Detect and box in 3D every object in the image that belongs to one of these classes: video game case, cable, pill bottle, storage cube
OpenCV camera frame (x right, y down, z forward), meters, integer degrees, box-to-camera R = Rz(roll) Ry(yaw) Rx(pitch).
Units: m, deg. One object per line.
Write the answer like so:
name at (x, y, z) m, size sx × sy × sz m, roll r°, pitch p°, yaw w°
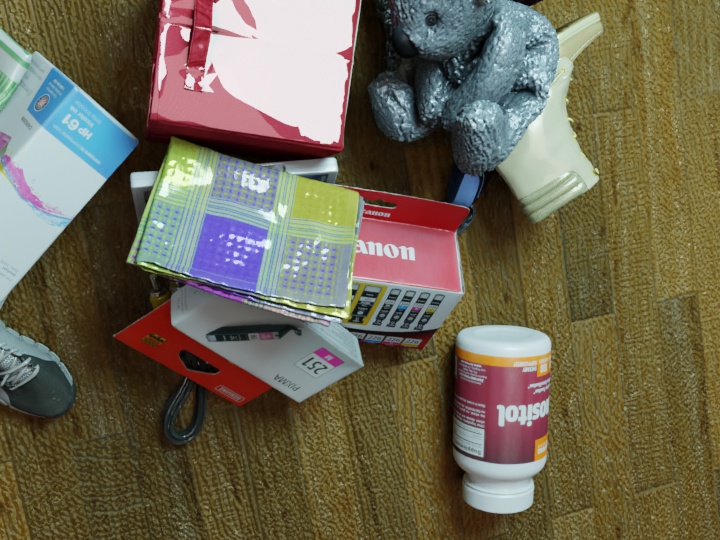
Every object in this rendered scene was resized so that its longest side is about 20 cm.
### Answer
video game case at (-0.130, -0.071, 0.827) m, size 0.197 × 0.143 × 0.018 m, roll -6°, pitch 72°, yaw -13°
cable at (-0.185, 0.091, 0.896) m, size 0.096 × 0.050 × 0.203 m, roll -8°, pitch 112°, yaw -30°
pill bottle at (0.166, 0.173, 0.945) m, size 0.111 × 0.113 × 0.203 m, roll -2°, pitch 98°, yaw -14°
storage cube at (-0.111, -0.204, 0.782) m, size 0.177 × 0.200 × 0.173 m, roll 7°, pitch 91°, yaw -18°

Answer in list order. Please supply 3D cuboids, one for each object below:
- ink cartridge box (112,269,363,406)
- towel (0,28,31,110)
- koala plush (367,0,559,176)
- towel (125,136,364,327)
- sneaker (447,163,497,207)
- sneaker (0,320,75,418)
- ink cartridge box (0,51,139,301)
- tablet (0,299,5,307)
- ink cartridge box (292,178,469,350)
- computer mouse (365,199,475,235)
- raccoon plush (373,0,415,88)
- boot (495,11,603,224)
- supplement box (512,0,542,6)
ink cartridge box at (-0.122, 0.082, 0.817) m, size 0.173 × 0.044 × 0.200 m, roll -32°, pitch 136°, yaw 18°
towel at (-0.415, -0.162, 0.761) m, size 0.152 × 0.023 × 0.200 m, roll 39°, pitch 87°, yaw 21°
koala plush at (0.086, -0.233, 0.746) m, size 0.184 × 0.177 × 0.200 m, roll -47°, pitch 133°, yaw -11°
towel at (-0.094, -0.038, 0.724) m, size 0.198 × 0.023 × 0.145 m, roll 17°, pitch 61°, yaw -9°
sneaker at (0.169, -0.158, 0.924) m, size 0.077 × 0.070 × 0.202 m, roll 24°, pitch 91°, yaw -10°
sneaker at (-0.375, 0.090, 0.796) m, size 0.200 × 0.115 × 0.075 m, roll 44°, pitch 86°, yaw -15°
ink cartridge box at (-0.326, -0.092, 0.761) m, size 0.201 × 0.144 × 0.085 m, roll -51°, pitch 134°, yaw -3°
tablet at (-0.440, -0.002, 0.764) m, size 0.198 × 0.130 × 0.014 m, roll 14°, pitch 114°, yaw -15°
ink cartridge box at (0.000, 0.000, 0.843) m, size 0.197 × 0.176 × 0.085 m, roll 7°, pitch 56°, yaw -14°
computer mouse at (0.043, -0.052, 0.931) m, size 0.197 × 0.034 × 0.059 m, roll -8°, pitch 79°, yaw -18°
raccoon plush at (0.023, -0.286, 0.883) m, size 0.199 × 0.097 × 0.135 m, roll 35°, pitch 103°, yaw 14°
boot at (0.216, -0.166, 0.867) m, size 0.200 × 0.073 × 0.156 m, roll -41°, pitch 99°, yaw -9°
supplement box at (0.153, -0.327, 0.829) m, size 0.061 × 0.200 × 0.110 m, roll -33°, pitch 104°, yaw -8°
